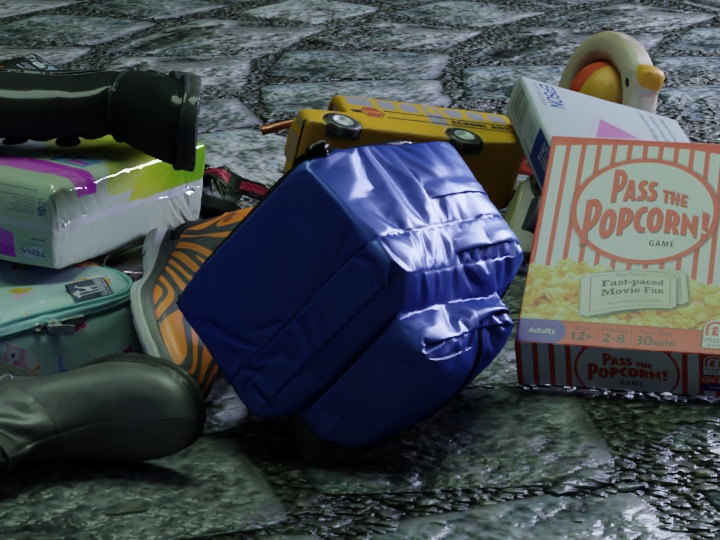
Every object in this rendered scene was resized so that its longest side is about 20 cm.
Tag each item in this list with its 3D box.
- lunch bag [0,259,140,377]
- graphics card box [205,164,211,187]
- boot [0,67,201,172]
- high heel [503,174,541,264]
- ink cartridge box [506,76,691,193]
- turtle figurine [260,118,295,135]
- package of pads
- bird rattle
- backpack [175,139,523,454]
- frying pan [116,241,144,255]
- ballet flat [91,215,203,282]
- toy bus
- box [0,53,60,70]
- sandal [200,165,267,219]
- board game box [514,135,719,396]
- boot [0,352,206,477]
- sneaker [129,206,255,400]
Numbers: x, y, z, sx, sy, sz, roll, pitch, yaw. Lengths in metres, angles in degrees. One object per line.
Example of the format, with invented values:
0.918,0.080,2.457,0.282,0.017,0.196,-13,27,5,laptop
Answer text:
-0.252,0.035,1.414,0.159,0.078,0.199,-12,19,-36,lunch bag
-0.238,-0.061,1.777,0.125,0.051,0.199,15,24,39,graphics card box
-0.211,-0.110,1.410,0.198,0.066,0.165,5,7,-10,boot
0.186,-0.019,1.654,0.142,0.072,0.200,22,2,-5,high heel
0.226,-0.082,1.641,0.198,0.044,0.197,13,22,-12,ink cartridge box
0.008,-0.068,1.763,0.198,0.065,0.162,13,26,-8,turtle figurine
-0.225,-0.058,1.478,0.153,0.069,0.200,10,16,26,package of pads
0.210,-0.130,1.828,0.112,0.164,0.200,13,21,-21,bird rattle
0.009,0.015,1.319,0.162,0.168,0.200,-39,-9,29,backpack
-0.207,-0.017,1.616,0.189,0.031,0.115,-19,3,-39,frying pan
-0.153,-0.009,1.568,0.069,0.072,0.200,11,20,29,ballet flat
0.034,-0.097,1.683,0.198,0.066,0.078,5,28,-22,toy bus
-0.274,-0.103,1.705,0.199,0.048,0.193,32,35,27,box
-0.104,-0.057,1.660,0.075,0.045,0.200,24,1,4,sandal
0.194,-0.006,1.435,0.150,0.047,0.201,3,47,12,board game box
-0.200,0.104,1.231,0.199,0.070,0.132,-5,17,26,boot
-0.090,0.011,1.394,0.111,0.078,0.201,-21,33,9,sneaker
